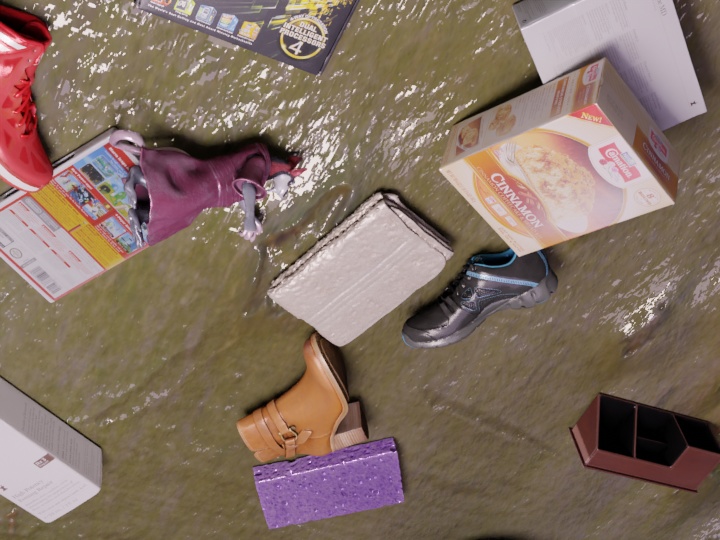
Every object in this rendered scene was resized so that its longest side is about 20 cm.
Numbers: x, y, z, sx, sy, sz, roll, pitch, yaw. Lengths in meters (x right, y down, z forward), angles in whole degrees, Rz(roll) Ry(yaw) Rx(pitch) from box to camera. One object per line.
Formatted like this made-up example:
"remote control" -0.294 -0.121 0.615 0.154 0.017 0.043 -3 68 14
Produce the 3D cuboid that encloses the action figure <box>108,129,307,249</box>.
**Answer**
"action figure" -0.154 -0.096 1.273 0.198 0.134 0.151 -21 94 -17

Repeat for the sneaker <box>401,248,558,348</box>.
"sneaker" 0.132 0.024 1.441 0.198 0.073 0.082 -27 114 6

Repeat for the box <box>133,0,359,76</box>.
"box" -0.093 -0.290 1.133 0.198 0.049 0.162 18 121 -23

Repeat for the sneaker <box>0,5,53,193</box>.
"sneaker" -0.333 -0.169 1.174 0.114 0.079 0.201 -23 132 11

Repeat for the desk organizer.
"desk organizer" 0.396 0.239 1.663 0.198 0.072 0.077 16 124 -23

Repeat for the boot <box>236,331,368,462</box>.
"boot" -0.085 0.170 1.516 0.153 0.074 0.201 -14 129 7

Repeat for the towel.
"towel" 0.000 0.000 1.410 0.199 0.035 0.132 -38 125 22

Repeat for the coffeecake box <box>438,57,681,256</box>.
"coffeecake box" 0.210 -0.113 1.266 0.199 0.074 0.153 -20 128 39

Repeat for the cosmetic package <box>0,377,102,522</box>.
"cosmetic package" -0.423 0.222 1.496 0.101 0.074 0.200 -33 129 17

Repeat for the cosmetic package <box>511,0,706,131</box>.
"cosmetic package" 0.262 -0.220 1.257 0.149 0.052 0.201 -22 131 12

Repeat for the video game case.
"video game case" -0.305 -0.056 1.315 0.199 0.018 0.143 -28 129 14

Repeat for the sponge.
"sponge" -0.042 0.295 1.657 0.197 0.030 0.112 -12 131 -1
